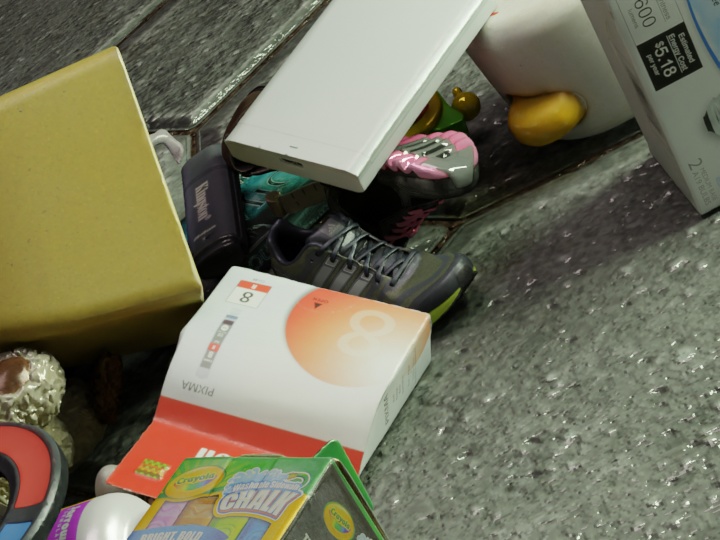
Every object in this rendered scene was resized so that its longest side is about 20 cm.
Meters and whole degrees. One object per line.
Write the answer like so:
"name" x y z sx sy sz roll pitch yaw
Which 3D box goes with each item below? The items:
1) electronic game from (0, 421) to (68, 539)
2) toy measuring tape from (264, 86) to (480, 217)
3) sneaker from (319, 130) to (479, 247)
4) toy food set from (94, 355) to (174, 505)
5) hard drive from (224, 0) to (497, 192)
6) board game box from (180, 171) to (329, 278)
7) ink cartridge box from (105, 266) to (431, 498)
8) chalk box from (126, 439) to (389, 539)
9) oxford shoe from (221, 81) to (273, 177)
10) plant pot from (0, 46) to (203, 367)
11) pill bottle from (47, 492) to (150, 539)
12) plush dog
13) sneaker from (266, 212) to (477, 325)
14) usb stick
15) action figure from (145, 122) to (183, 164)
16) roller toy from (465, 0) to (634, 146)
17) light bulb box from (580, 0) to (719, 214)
"electronic game" -0.274 0.171 1.115 0.199 0.042 0.200 -23 31 14
"toy measuring tape" 0.007 -0.110 1.492 0.199 0.074 0.074 -24 28 1
"sneaker" 0.032 -0.056 1.370 0.079 0.096 0.200 -16 11 -28
"toy food set" -0.118 0.121 1.252 0.143 0.061 0.200 -12 33 31
"hard drive" 0.001 -0.153 1.355 0.132 0.026 0.200 17 60 35
"board game box" -0.074 -0.068 1.556 0.200 0.028 0.135 -45 31 -25
"ink cartridge box" -0.061 0.085 1.198 0.162 0.050 0.200 14 39 20
"chalk box" -0.059 0.187 1.021 0.123 0.125 0.200 -5 35 38
"oxford shoe" -0.086 -0.113 1.465 0.084 0.073 0.200 -33 4 -23
"plant pot" -0.243 -0.023 1.318 0.199 0.195 0.196 -19 -9 -11
"pill bottle" -0.185 0.205 1.131 0.199 0.104 0.104 -20 29 18
"plush dog" -0.258 0.131 1.318 0.199 0.161 0.172 -15 12 32
"sneaker" 0.000 0.000 1.317 0.200 0.081 0.074 -1 39 43
"usb stick" -0.127 -0.053 1.518 0.055 0.033 0.200 -26 29 7
"action figure" -0.289 -0.091 1.631 0.193 0.105 0.200 4 -17 -32
"roller toy" 0.182 -0.201 1.414 0.182 0.140 0.200 -33 28 18
"light bulb box" 0.274 -0.183 1.234 0.200 0.199 0.125 -29 30 4
